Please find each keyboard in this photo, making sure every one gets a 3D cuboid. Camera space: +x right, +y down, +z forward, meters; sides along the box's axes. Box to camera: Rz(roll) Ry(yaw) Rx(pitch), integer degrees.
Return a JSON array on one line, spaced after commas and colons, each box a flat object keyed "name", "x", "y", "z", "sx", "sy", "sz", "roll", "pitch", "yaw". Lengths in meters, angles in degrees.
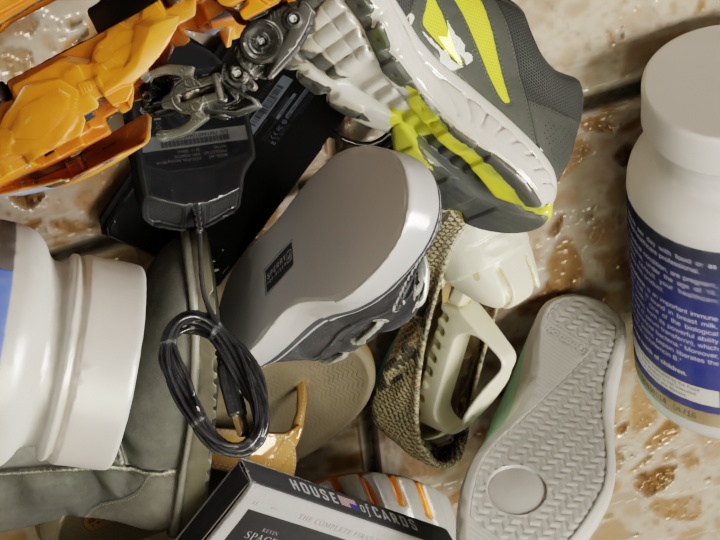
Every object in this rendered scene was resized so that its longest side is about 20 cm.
[{"name": "keyboard", "x": -0.027, "y": -0.074, "z": 1.333, "sx": 0.127, "sy": 0.021, "sz": 0.200, "roll": 25, "pitch": 115, "yaw": -31}]

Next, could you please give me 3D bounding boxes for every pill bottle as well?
[{"name": "pill bottle", "x": -0.202, "y": 0.027, "z": 1.237, "sx": 0.199, "sy": 0.114, "sz": 0.114, "roll": 10, "pitch": 124, "yaw": -11}, {"name": "pill bottle", "x": 0.193, "y": -0.020, "z": 1.414, "sx": 0.115, "sy": 0.116, "sz": 0.201, "roll": -18, "pitch": 132, "yaw": -10}]

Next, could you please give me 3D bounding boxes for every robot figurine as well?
[{"name": "robot figurine", "x": -0.117, "y": -0.111, "z": 1.197, "sx": 0.199, "sy": 0.146, "sz": 0.058, "roll": -27, "pitch": 177, "yaw": 6}]

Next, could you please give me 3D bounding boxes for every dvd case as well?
[{"name": "dvd case", "x": -0.062, "y": 0.192, "z": 1.412, "sx": 0.150, "sy": 0.025, "sz": 0.200, "roll": 22, "pitch": 115, "yaw": -40}]

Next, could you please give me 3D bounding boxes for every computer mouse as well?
[{"name": "computer mouse", "x": -0.074, "y": -0.012, "z": 1.269, "sx": 0.058, "sy": 0.201, "sz": 0.034, "roll": -5, "pitch": 168, "yaw": -14}]

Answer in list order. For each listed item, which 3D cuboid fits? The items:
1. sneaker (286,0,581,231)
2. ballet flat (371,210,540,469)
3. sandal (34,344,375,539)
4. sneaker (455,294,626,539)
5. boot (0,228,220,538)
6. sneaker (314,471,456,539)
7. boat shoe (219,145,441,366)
[{"name": "sneaker", "x": 0.024, "y": -0.107, "z": 1.267, "sx": 0.074, "sy": 0.085, "sz": 0.200, "roll": -19, "pitch": 121, "yaw": 47}, {"name": "ballet flat", "x": 0.055, "y": 0.019, "z": 1.408, "sx": 0.068, "sy": 0.075, "sz": 0.201, "roll": -16, "pitch": 134, "yaw": -34}, {"name": "sandal", "x": -0.075, "y": 0.101, "z": 1.432, "sx": 0.199, "sy": 0.054, "sz": 0.080, "roll": -30, "pitch": 134, "yaw": 1}, {"name": "sneaker", "x": 0.093, "y": 0.120, "z": 1.443, "sx": 0.073, "sy": 0.201, "sz": 0.119, "roll": 17, "pitch": 134, "yaw": 8}, {"name": "boot", "x": -0.169, "y": 0.061, "z": 1.342, "sx": 0.199, "sy": 0.073, "sz": 0.183, "roll": 4, "pitch": 113, "yaw": -5}, {"name": "sneaker", "x": -0.044, "y": 0.156, "z": 1.482, "sx": 0.199, "sy": 0.077, "sz": 0.079, "roll": -14, "pitch": 91, "yaw": -17}, {"name": "boat shoe", "x": 0.000, "y": 0.000, "z": 1.297, "sx": 0.067, "sy": 0.072, "sz": 0.200, "roll": 8, "pitch": 154, "yaw": -24}]
